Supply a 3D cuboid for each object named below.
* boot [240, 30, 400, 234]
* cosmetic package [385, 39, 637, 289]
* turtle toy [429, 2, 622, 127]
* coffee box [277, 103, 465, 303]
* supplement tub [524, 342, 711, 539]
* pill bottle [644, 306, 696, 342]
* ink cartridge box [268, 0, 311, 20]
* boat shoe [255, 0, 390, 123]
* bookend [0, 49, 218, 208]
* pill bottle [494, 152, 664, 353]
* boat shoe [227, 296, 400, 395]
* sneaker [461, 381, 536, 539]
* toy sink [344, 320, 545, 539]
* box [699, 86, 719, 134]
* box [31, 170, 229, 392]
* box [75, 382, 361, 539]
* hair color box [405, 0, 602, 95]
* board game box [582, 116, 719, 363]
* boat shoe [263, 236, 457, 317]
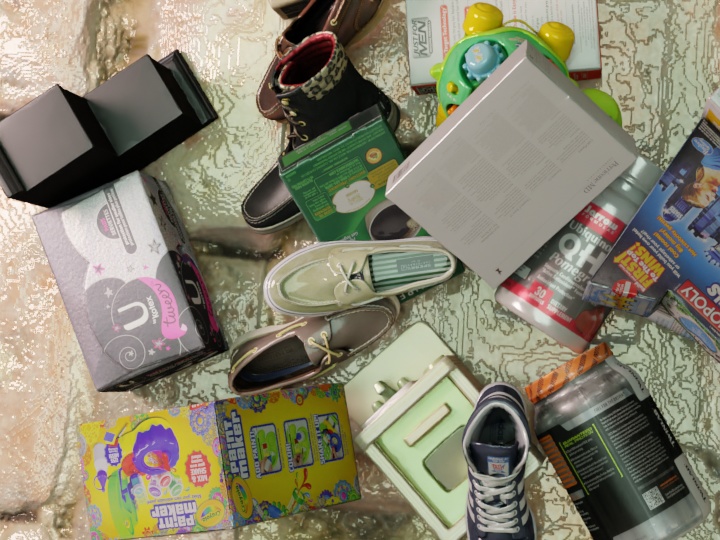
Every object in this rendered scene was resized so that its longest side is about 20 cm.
[{"bbox_3d":[-0.067,-0.142,1.663,0.203,0.154,0.074,-40,53,1],"label":"boot"},{"bbox_3d":[0.145,-0.099,1.563,0.151,0.052,0.200,41,115,-13],"label":"cosmetic package"},{"bbox_3d":[0.164,-0.171,1.609,0.198,0.101,0.147,14,120,-2],"label":"turtle toy"},{"bbox_3d":[0.012,-0.056,1.656,0.122,0.044,0.201,-28,118,7],"label":"coffee box"},{"bbox_3d":[0.253,0.181,1.616,0.122,0.123,0.201,-29,84,6],"label":"supplement tub"},{"bbox_3d":[0.376,0.032,1.611,0.199,0.109,0.109,26,91,9],"label":"pill bottle"},{"bbox_3d":[-0.040,-0.388,1.716,0.163,0.075,0.202,-16,84,6],"label":"ink cartridge box"},{"bbox_3d":[-0.054,-0.237,1.681,0.200,0.070,0.071,-50,53,27],"label":"boat shoe"},{"bbox_3d":[-0.274,-0.156,1.679,0.198,0.200,0.093,-33,83,7],"label":"bookend"},{"bbox_3d":[0.231,-0.027,1.636,0.110,0.111,0.201,32,92,9],"label":"pill bottle"},{"bbox_3d":[-0.050,0.077,1.677,0.199,0.060,0.072,-21,119,19],"label":"boat shoe"},{"bbox_3d":[0.131,0.210,1.535,0.069,0.108,0.202,-2,90,6],"label":"sneaker"},{"bbox_3d":[0.075,0.162,1.650,0.130,0.112,0.200,-41,82,4],"label":"toy sink"},{"bbox_3d":[0.403,-0.145,1.570,0.101,0.200,0.113,-42,80,3],"label":"box"},{"bbox_3d":[-0.240,0.013,1.707,0.131,0.115,0.201,-22,84,7],"label":"box"},{"bbox_3d":[-0.140,0.191,1.606,0.199,0.192,0.123,-12,85,38],"label":"box"},{"bbox_3d":[0.149,-0.245,1.686,0.198,0.061,0.103,-3,87,8],"label":"hair color box"},{"bbox_3d":[0.320,-0.006,1.535,0.200,0.062,0.200,-39,75,-10],"label":"board game box"},{"bbox_3d":[0.000,0.000,1.612,0.198,0.062,0.073,-13,91,-3],"label":"boat shoe"}]
